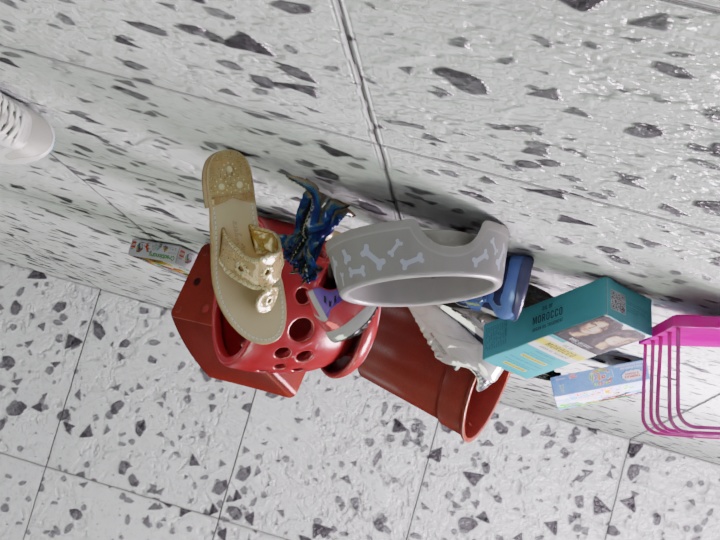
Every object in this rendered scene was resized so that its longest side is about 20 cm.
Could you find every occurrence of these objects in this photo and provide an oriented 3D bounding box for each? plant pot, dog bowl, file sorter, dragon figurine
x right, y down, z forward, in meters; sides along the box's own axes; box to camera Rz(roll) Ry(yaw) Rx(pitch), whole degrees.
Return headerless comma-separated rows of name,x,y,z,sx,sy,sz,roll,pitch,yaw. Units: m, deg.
plant pot,-0.081,0.040,1.850,0.181,0.202,0.200,9,175,-25
dog bowl,0.063,-0.005,1.492,0.198,0.059,0.200,-3,169,-1
plant pot,-0.186,0.063,2.262,0.199,0.201,0.176,10,157,37
file sorter,0.400,0.125,1.581,0.138,0.127,0.200,2,172,1
dragon figurine,-0.059,-0.041,1.524,0.059,0.100,0.200,32,177,10
plant pot,0.112,0.126,2.100,0.194,0.202,0.201,22,174,20

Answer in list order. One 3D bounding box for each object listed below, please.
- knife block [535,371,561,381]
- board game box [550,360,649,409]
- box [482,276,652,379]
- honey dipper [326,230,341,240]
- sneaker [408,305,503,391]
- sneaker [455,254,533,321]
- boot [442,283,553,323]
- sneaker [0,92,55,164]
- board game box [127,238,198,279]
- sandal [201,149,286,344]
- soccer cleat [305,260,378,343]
knife block,0.228,0.129,2.269,0.199,0.065,0.175,10,169,37
board game box,0.381,0.183,2.232,0.150,0.037,0.200,-11,166,8
box,0.241,0.071,1.652,0.082,0.050,0.199,24,148,-33
honey dipper,0.037,-0.017,1.771,0.198,0.038,0.038,20,172,-7
sneaker,0.117,0.083,1.947,0.200,0.081,0.076,39,-165,5
sneaker,0.147,0.015,1.637,0.082,0.075,0.200,20,171,-9
boot,0.201,0.050,1.832,0.199,0.070,0.131,25,180,28
sneaker,-0.408,-0.165,1.515,0.080,0.077,0.199,6,169,43
board game box,-0.304,-0.007,2.514,0.126,0.035,0.199,9,169,40
sandal,-0.117,-0.023,1.470,0.077,0.214,0.070,-15,-175,-23
soccer cleat,0.000,0.000,1.610,0.068,0.200,0.073,-22,111,37
